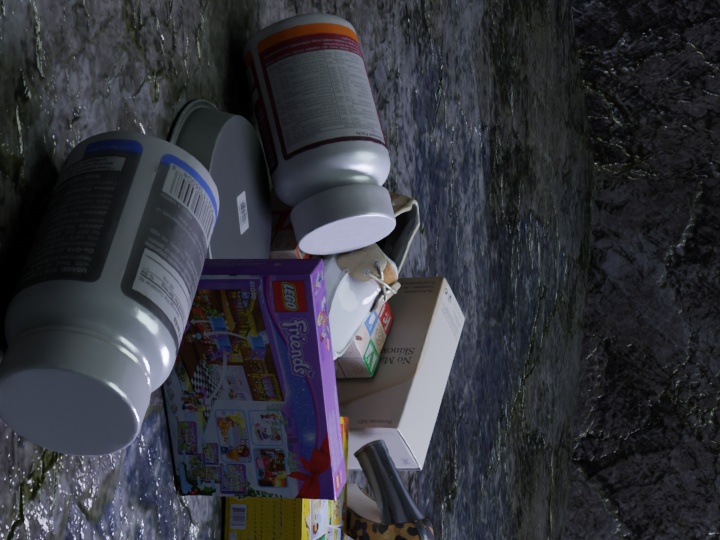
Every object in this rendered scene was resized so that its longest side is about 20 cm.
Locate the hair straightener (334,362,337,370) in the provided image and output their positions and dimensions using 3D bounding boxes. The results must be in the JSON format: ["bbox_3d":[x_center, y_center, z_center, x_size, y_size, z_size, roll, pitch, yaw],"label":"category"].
[{"bbox_3d":[-0.079,0.088,1.589,0.077,0.041,0.200,-45,154,0],"label":"hair straightener"}]

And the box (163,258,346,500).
[{"bbox_3d":[-0.090,0.089,1.367,0.039,0.137,0.200,-56,144,-64],"label":"box"}]

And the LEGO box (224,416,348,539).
[{"bbox_3d":[-0.067,0.233,1.568,0.149,0.077,0.200,21,70,-74],"label":"LEGO box"}]

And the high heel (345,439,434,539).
[{"bbox_3d":[0.003,0.272,1.666,0.143,0.071,0.200,64,-35,22],"label":"high heel"}]

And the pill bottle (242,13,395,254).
[{"bbox_3d":[-0.035,-0.123,1.536,0.110,0.110,0.200,45,29,-70],"label":"pill bottle"}]

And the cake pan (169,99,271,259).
[{"bbox_3d":[-0.119,-0.047,1.454,0.200,0.037,0.200,-1,90,-76],"label":"cake pan"}]

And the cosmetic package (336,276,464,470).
[{"bbox_3d":[0.029,0.104,1.727,0.073,0.104,0.200,63,34,-40],"label":"cosmetic package"}]

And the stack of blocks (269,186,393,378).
[{"bbox_3d":[-0.038,0.016,1.640,0.115,0.059,0.200,-67,145,-41],"label":"stack of blocks"}]

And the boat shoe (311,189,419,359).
[{"bbox_3d":[0.000,0.000,1.571,0.075,0.068,0.200,61,37,-44],"label":"boat shoe"}]

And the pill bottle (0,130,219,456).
[{"bbox_3d":[-0.168,0.015,1.115,0.114,0.114,0.200,74,22,-46],"label":"pill bottle"}]
